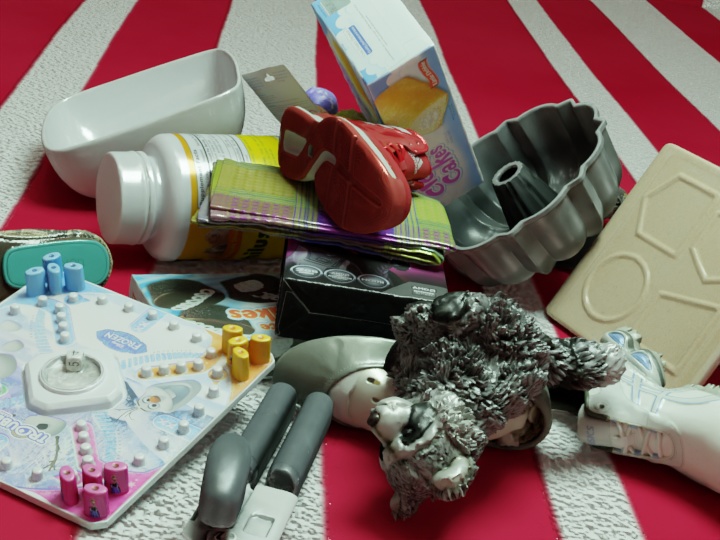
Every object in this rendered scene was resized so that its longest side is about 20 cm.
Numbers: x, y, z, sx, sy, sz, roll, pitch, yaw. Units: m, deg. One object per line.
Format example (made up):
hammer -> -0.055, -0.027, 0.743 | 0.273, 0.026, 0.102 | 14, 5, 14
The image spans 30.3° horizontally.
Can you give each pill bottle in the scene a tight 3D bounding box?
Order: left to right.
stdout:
pill bottle -> -0.123, -0.063, 1.157 | 0.199, 0.110, 0.109 | -2, 25, -27

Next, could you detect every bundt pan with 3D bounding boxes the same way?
bundt pan -> 0.153, -0.062, 1.218 | 0.201, 0.076, 0.202 | -30, 26, 17

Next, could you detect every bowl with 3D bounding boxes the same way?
bowl -> -0.203, -0.137, 1.286 | 0.198, 0.075, 0.200 | -19, 25, -4

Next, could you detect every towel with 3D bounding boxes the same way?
towel -> -0.029, -0.047, 1.045 | 0.199, 0.023, 0.144 | 9, 20, -5

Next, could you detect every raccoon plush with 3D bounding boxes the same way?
raccoon plush -> 0.096, 0.093, 0.850 | 0.199, 0.097, 0.135 | 5, 61, -13

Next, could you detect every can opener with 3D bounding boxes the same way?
can opener -> -0.056, 0.111, 0.816 | 0.053, 0.067, 0.200 | 13, 23, 6

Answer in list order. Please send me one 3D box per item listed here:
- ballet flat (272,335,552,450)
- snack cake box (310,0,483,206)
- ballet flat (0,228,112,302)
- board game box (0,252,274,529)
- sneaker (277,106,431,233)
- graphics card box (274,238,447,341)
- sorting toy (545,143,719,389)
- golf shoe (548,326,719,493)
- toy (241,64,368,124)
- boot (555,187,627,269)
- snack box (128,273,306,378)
ballet flat -> 0.039, 0.087, 0.921 | 0.199, 0.068, 0.064 | 6, 29, -10
snack cake box -> 0.036, -0.153, 1.167 | 0.067, 0.200, 0.115 | -32, 54, -1
ballet flat -> -0.289, -0.003, 1.014 | 0.199, 0.068, 0.075 | -2, 2, -41
board game box -> -0.188, 0.067, 0.869 | 0.199, 0.026, 0.200 | 20, 35, 21
sneaker -> 0.020, -0.084, 1.024 | 0.115, 0.079, 0.200 | -1, 25, -25
graphics card box -> 0.000, 0.000, 1.036 | 0.125, 0.051, 0.200 | 9, 22, -3
sorting toy -> 0.265, 0.002, 1.109 | 0.036, 0.186, 0.200 | 34, 4, -35
golf shoe -> 0.205, 0.116, 0.945 | 0.097, 0.079, 0.200 | -19, 26, -21
toy -> -0.015, -0.118, 1.222 | 0.047, 0.200, 0.115 | -43, 18, -17
boot -> 0.225, -0.065, 1.377 | 0.173, 0.070, 0.200 | -5, 27, -38
snack box -> -0.067, 0.040, 1.024 | 0.199, 0.037, 0.116 | -1, 25, -26
